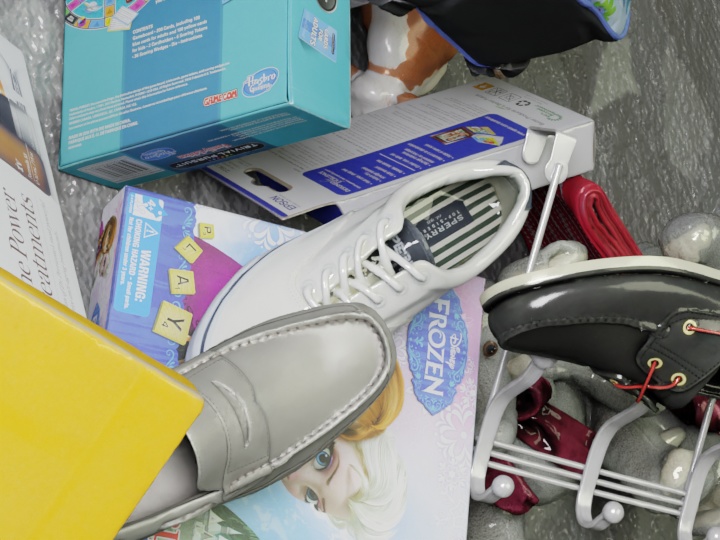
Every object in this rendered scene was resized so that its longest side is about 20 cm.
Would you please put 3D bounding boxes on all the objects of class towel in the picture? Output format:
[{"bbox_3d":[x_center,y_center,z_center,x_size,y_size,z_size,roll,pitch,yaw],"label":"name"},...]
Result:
[{"bbox_3d":[0.120,-0.023,1.232,0.022,0.200,0.145,-38,118,-6],"label":"towel"}]

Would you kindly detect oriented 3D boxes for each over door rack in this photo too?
[{"bbox_3d":[0.142,0.034,1.079,0.147,0.067,0.201,17,78,-25],"label":"over door rack"}]

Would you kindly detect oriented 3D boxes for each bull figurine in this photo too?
[{"bbox_3d":[0.034,-0.167,1.235,0.121,0.065,0.201,8,79,-58],"label":"bull figurine"}]

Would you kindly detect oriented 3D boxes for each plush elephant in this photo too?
[{"bbox_3d":[0.214,0.085,1.325,0.200,0.165,0.155,40,78,-7],"label":"plush elephant"},{"bbox_3d":[0.076,0.068,1.152,0.155,0.164,0.201,43,21,-53],"label":"plush elephant"}]

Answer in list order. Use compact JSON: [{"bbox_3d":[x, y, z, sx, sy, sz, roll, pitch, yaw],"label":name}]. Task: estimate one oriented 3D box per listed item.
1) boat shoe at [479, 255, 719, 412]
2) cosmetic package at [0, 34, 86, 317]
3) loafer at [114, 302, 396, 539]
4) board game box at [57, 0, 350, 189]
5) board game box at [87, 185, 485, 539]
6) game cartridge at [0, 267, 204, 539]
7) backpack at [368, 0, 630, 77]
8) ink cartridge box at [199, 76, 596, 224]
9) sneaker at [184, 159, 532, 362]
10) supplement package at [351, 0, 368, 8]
[{"bbox_3d":[0.150,0.033,1.007,0.200,0.074,0.064,6,69,-27],"label":"boat shoe"},{"bbox_3d":[-0.187,-0.051,0.848,0.151,0.052,0.201,36,25,-45],"label":"cosmetic package"},{"bbox_3d":[-0.070,0.074,0.920,0.199,0.070,0.070,-31,90,-11],"label":"loafer"},{"bbox_3d":[-0.076,-0.153,1.016,0.047,0.150,0.201,18,67,-49],"label":"board game box"},{"bbox_3d":[-0.040,0.078,1.021,0.198,0.041,0.201,13,67,-21],"label":"board game box"},{"bbox_3d":[-0.180,0.069,0.738,0.200,0.032,0.177,35,91,-31],"label":"game cartridge"},{"bbox_3d":[0.084,-0.220,1.033,0.183,0.146,0.201,22,60,-65],"label":"backpack"},{"bbox_3d":[0.020,-0.056,1.114,0.199,0.095,0.037,-16,118,-30],"label":"ink cartridge box"},{"bbox_3d":[0.000,0.000,1.001,0.200,0.071,0.073,-38,89,-28],"label":"sneaker"},{"bbox_3d":[-0.030,-0.251,1.126,0.119,0.121,0.201,3,79,-52],"label":"supplement package"}]
